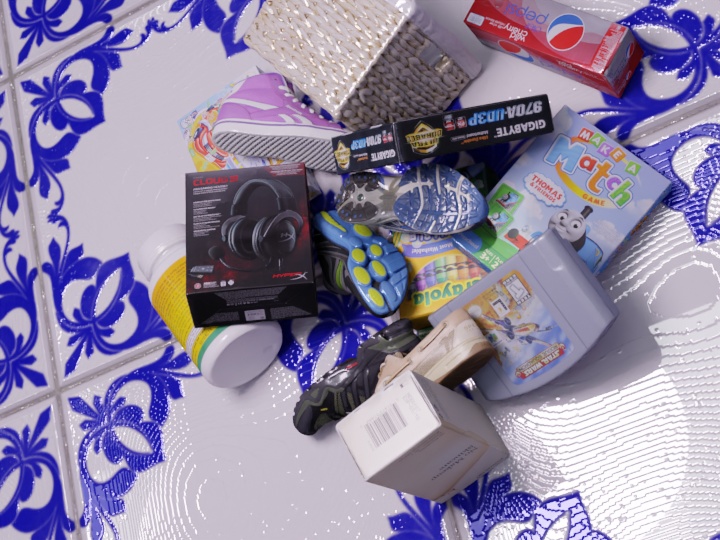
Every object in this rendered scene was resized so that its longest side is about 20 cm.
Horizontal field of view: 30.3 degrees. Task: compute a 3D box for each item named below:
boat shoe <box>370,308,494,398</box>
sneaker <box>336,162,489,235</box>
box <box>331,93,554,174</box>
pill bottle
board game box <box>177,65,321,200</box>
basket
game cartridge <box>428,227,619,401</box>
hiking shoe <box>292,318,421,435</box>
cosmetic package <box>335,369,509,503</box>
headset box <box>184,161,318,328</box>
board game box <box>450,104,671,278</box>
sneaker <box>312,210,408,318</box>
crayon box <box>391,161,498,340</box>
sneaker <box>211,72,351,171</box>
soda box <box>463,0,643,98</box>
[{"bbox_3d":[0.055,0.120,1.445,0.200,0.071,0.065,-39,66,18],"label":"boat shoe"},{"bbox_3d":[0.071,-0.075,1.484,0.199,0.085,0.078,10,85,43],"label":"sneaker"},{"bbox_3d":[0.089,-0.151,1.471,0.159,0.199,0.046,-1,102,64],"label":"box"},{"bbox_3d":[-0.191,0.038,1.635,0.113,0.113,0.200,-45,59,8],"label":"pill bottle"},{"bbox_3d":[-0.146,-0.148,1.715,0.134,0.034,0.201,-33,62,15],"label":"board game box"},{"bbox_3d":[-0.001,-0.264,1.582,0.200,0.198,0.161,43,98,30],"label":"basket"},{"bbox_3d":[0.174,0.056,1.418,0.200,0.041,0.134,-39,82,41],"label":"game cartridge"},{"bbox_3d":[0.005,0.146,1.518,0.200,0.076,0.101,-42,82,29],"label":"hiking shoe"},{"bbox_3d":[0.069,0.180,1.405,0.103,0.200,0.073,-38,61,13],"label":"cosmetic package"},{"bbox_3d":[-0.130,-0.040,1.572,0.148,0.077,0.201,-5,55,0],"label":"headset box"},{"bbox_3d":[0.220,-0.062,1.463,0.151,0.037,0.200,39,84,18],"label":"board game box"},{"bbox_3d":[0.000,0.000,1.553,0.200,0.070,0.083,-131,36,-52],"label":"sneaker"},{"bbox_3d":[0.105,-0.012,1.533,0.125,0.052,0.201,-14,69,23],"label":"crayon box"},{"bbox_3d":[-0.076,-0.194,1.648,0.199,0.073,0.115,12,60,8],"label":"sneaker"},{"bbox_3d":[0.223,-0.271,1.540,0.199,0.070,0.064,29,88,32],"label":"soda box"}]
